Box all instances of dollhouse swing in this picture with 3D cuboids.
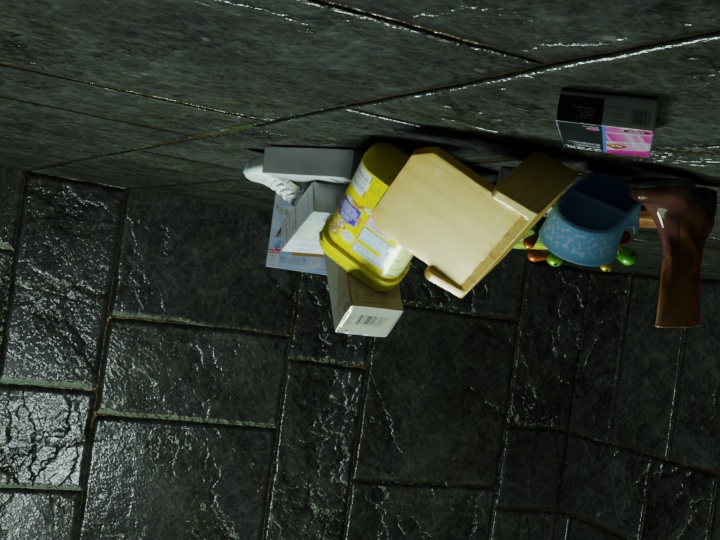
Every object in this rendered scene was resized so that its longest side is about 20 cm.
[{"bbox_3d":[0.150,-0.098,1.460,0.176,0.200,0.182,44,-133,7],"label":"dollhouse swing"}]

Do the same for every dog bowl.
[{"bbox_3d":[0.327,-0.077,1.482,0.111,0.050,0.200,26,-143,21],"label":"dog bowl"}]

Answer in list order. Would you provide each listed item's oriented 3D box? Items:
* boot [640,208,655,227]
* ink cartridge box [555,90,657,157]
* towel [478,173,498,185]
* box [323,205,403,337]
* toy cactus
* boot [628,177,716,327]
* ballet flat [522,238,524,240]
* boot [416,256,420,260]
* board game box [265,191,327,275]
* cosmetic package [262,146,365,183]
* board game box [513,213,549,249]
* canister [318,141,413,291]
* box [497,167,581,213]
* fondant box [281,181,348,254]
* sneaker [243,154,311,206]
[{"bbox_3d":[0.456,-0.100,1.975,0.198,0.069,0.188,1,170,9],"label":"boot"},{"bbox_3d":[0.256,-0.147,1.102,0.094,0.037,0.200,8,-179,14],"label":"ink cartridge box"},{"bbox_3d":[0.107,-0.120,1.715,0.170,0.049,0.199,2,-166,39],"label":"towel"},{"bbox_3d":[0.000,0.000,1.709,0.094,0.201,0.078,6,142,-23],"label":"box"},{"bbox_3d":[0.326,-0.061,1.640,0.198,0.103,0.165,6,-164,5],"label":"toy cactus"},{"bbox_3d":[0.421,-0.023,1.469,0.068,0.202,0.187,9,180,41],"label":"boot"},{"bbox_3d":[0.216,-0.079,1.738,0.069,0.063,0.200,45,-171,-22],"label":"ballet flat"},{"bbox_3d":[0.145,-0.117,1.930,0.146,0.201,0.070,-31,-145,-27],"label":"boot"},{"bbox_3d":[-0.084,-0.094,2.128,0.198,0.202,0.041,8,180,25],"label":"board game box"},{"bbox_3d":[-0.064,-0.173,1.764,0.199,0.051,0.082,7,178,40],"label":"cosmetic package"},{"bbox_3d":[0.309,-0.090,1.869,0.047,0.103,0.200,9,179,-17],"label":"board game box"},{"bbox_3d":[0.035,-0.080,1.597,0.148,0.087,0.200,36,139,5],"label":"canister"},{"bbox_3d":[0.323,-0.119,1.686,0.198,0.049,0.158,8,179,13],"label":"box"},{"bbox_3d":[-0.044,-0.086,1.851,0.143,0.059,0.200,4,162,-19],"label":"fondant box"},{"bbox_3d":[-0.114,-0.153,1.903,0.198,0.082,0.077,12,162,-7],"label":"sneaker"}]
